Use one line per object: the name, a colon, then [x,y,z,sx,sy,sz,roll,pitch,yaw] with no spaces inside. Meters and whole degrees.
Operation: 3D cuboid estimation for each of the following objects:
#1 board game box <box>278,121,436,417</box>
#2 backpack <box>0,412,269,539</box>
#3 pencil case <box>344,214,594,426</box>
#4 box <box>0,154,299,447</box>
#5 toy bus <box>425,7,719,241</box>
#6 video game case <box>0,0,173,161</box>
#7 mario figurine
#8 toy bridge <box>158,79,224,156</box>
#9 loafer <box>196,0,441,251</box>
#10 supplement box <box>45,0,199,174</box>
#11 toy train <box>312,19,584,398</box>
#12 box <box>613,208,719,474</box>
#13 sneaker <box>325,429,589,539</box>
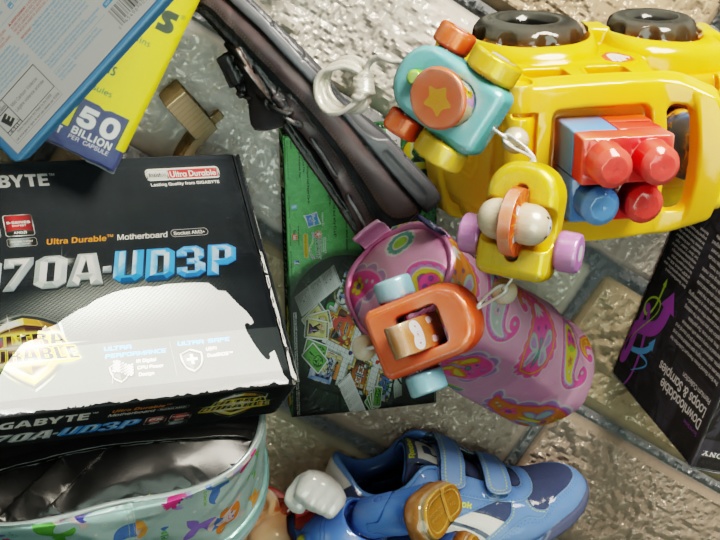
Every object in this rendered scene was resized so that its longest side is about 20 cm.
board game box: [0.000,0.000,0.937,0.104,0.023,0.201,-3,111,-8]
backpack: [-0.155,0.112,0.872,0.199,0.178,0.151,-15,135,-10]
pencil case: [0.072,0.036,0.895,0.087,0.087,0.200,-49,136,9]
box: [-0.150,0.013,0.804,0.199,0.160,0.046,-4,153,-26]
toy bus: [0.157,-0.079,0.843,0.199,0.192,0.136,-5,110,-14]
video game case: [-0.202,-0.177,0.728,0.200,0.018,0.143,46,104,-2]
mario figurine: [-0.028,0.192,0.899,0.199,0.106,0.124,-11,79,34]
toy bridge: [-0.163,-0.035,0.888,0.200,0.027,0.067,-40,122,3]
loafer: [-0.036,-0.092,0.852,0.063,0.072,0.200,-45,107,4]
supplement box: [-0.147,-0.177,0.798,0.109,0.110,0.201,24,104,-18]
toy train: [0.037,-0.035,0.766,0.150,0.056,0.201,-17,87,22]
box: [0.240,0.014,0.920,0.036,0.143,0.201,16,107,-16]
sneaker: [0.065,0.156,0.980,0.199,0.074,0.083,-8,109,-8]
